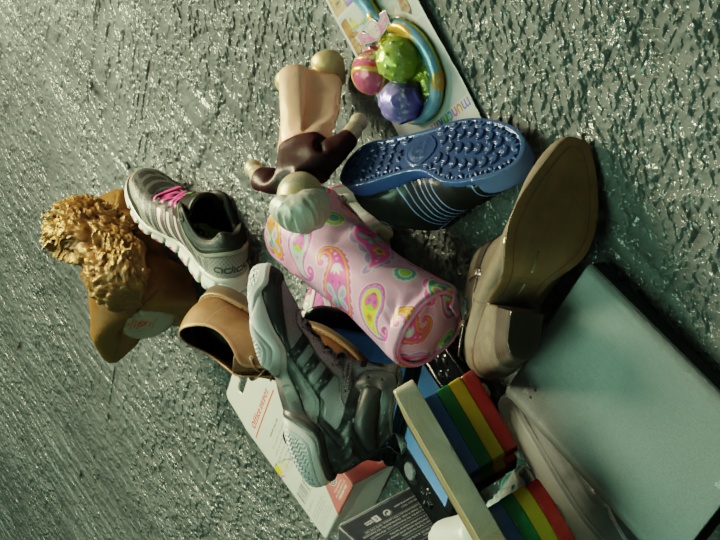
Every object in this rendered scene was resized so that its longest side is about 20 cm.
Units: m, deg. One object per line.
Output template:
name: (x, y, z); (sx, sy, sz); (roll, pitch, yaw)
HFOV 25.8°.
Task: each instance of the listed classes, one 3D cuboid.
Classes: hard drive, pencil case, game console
hard drive: (0.216, 0.112, 1.222); (0.200, 0.033, 0.140); (47, 123, 28)
pencil case: (0.000, 0.000, 1.372); (0.200, 0.087, 0.088); (41, 140, 35)
game console: (0.023, 0.146, 1.482); (0.173, 0.117, 0.202); (55, 148, 37)

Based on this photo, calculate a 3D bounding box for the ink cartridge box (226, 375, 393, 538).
ink cartridge box: (-0.056, 0.166, 1.667); (0.201, 0.067, 0.117); (51, 144, 21)

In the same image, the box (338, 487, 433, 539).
box: (0.074, 0.339, 1.543); (0.199, 0.106, 0.150); (35, 136, 39)

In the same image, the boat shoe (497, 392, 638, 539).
boat shoe: (0.194, 0.169, 1.302); (0.068, 0.072, 0.201); (-41, 63, 19)

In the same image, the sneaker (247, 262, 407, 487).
sneaker: (-0.025, 0.080, 1.374); (0.075, 0.112, 0.203); (-36, -71, -83)

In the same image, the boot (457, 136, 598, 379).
boot: (0.126, -0.010, 1.277); (0.146, 0.069, 0.202); (-159, 87, -79)

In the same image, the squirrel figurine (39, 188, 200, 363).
squirrel figurine: (-0.276, -0.025, 1.795); (0.200, 0.140, 0.188); (55, -167, -59)

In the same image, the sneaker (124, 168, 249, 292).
sneaker: (-0.184, -0.063, 1.715); (0.200, 0.073, 0.088); (44, 137, 30)

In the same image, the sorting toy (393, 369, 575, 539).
sorting toy: (0.111, 0.182, 1.280); (0.200, 0.069, 0.200); (60, 177, 15)

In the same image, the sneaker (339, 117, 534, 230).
sneaker: (0.076, -0.075, 1.330); (0.198, 0.071, 0.078); (-1, 145, 45)

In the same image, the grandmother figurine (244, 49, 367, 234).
grandmother figurine: (-0.052, -0.106, 1.381); (0.121, 0.201, 0.060); (-31, 126, 26)

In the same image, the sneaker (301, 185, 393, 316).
sneaker: (-0.005, 0.026, 1.491); (0.088, 0.081, 0.202); (27, 131, 48)

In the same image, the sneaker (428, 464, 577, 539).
sneaker: (0.137, 0.219, 1.416); (0.199, 0.075, 0.090); (-8, 98, 46)

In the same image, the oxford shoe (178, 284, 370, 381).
oxford shoe: (-0.078, 0.082, 1.447); (0.198, 0.071, 0.072); (19, 129, 22)

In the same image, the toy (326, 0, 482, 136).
toy: (0.020, -0.182, 1.354); (0.115, 0.047, 0.202); (-34, 80, 58)
